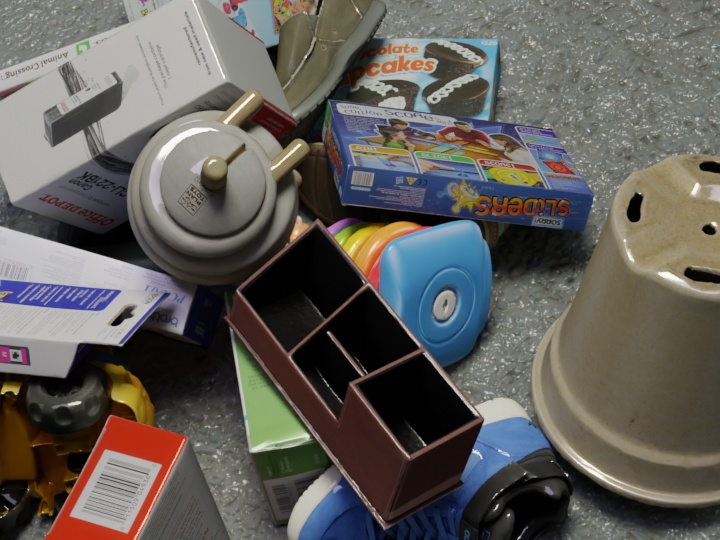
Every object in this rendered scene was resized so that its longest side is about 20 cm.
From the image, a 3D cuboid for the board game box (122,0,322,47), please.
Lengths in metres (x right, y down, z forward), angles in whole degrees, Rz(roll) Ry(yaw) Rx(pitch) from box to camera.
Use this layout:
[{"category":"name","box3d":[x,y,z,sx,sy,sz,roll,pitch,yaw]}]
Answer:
[{"category":"board game box","box3d":[-0.117,-0.259,1.379,0.198,0.106,0.103,-16,20,-3]}]

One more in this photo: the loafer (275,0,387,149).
[{"category":"loafer","box3d":[-0.048,-0.176,1.286,0.069,0.075,0.201,33,50,-2]}]

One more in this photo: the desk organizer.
[{"category":"desk organizer","box3d":[-0.007,0.066,1.020,0.071,0.077,0.200,-23,58,-30]}]

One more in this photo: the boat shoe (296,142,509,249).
[{"category":"boat shoe","box3d":[0.033,-0.060,1.253,0.199,0.072,0.076,27,35,28]}]

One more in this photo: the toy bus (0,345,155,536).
[{"category":"toy bus","box3d":[-0.242,0.094,1.145,0.197,0.137,0.193,-1,36,6]}]

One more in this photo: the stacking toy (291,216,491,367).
[{"category":"stacking toy","box3d":[0.000,0.000,1.194,0.109,0.117,0.199,-15,25,-39]}]

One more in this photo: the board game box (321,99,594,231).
[{"category":"board game box","box3d":[0.074,-0.086,1.204,0.198,0.035,0.136,6,27,-11]}]

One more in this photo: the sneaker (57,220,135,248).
[{"category":"sneaker","box3d":[-0.158,-0.066,1.284,0.104,0.060,0.200,28,58,33]}]

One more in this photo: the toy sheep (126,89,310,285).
[{"category":"toy sheep","box3d":[-0.104,-0.055,1.081,0.136,0.200,0.140,1,77,-3]}]

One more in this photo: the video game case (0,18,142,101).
[{"category":"video game case","box3d":[-0.222,-0.141,1.256,0.180,0.200,0.022,-18,76,9]}]

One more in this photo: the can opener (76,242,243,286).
[{"category":"can opener","box3d":[-0.163,-0.010,1.249,0.198,0.053,0.067,-9,50,6]}]

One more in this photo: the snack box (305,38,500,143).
[{"category":"snack box","box3d":[0.022,-0.156,1.338,0.198,0.037,0.117,2,52,11]}]

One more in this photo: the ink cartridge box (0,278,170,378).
[{"category":"ink cartridge box","box3d":[-0.245,0.039,1.084,0.198,0.038,0.095,2,22,14]}]

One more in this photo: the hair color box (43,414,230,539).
[{"category":"hair color box","box3d":[-0.136,0.194,0.987,0.061,0.201,0.102,12,55,19]}]

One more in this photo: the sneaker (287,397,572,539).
[{"category":"sneaker","box3d":[0.054,0.172,1.050,0.198,0.077,0.111,-21,42,-15]}]

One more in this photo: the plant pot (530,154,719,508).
[{"category":"plant pot","box3d":[0.228,0.030,1.043,0.198,0.185,0.202,1,48,-2]}]

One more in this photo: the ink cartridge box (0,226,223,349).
[{"category":"ink cartridge box","box3d":[-0.214,0.011,1.173,0.198,0.094,0.045,16,83,10]}]

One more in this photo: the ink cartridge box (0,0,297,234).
[{"category":"ink cartridge box","box3d":[-0.171,-0.117,1.169,0.199,0.144,0.084,-26,74,14]}]

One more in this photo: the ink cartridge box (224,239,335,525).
[{"category":"ink cartridge box","box3d":[-0.061,0.076,1.129,0.059,0.104,0.201,-12,51,-1]}]
